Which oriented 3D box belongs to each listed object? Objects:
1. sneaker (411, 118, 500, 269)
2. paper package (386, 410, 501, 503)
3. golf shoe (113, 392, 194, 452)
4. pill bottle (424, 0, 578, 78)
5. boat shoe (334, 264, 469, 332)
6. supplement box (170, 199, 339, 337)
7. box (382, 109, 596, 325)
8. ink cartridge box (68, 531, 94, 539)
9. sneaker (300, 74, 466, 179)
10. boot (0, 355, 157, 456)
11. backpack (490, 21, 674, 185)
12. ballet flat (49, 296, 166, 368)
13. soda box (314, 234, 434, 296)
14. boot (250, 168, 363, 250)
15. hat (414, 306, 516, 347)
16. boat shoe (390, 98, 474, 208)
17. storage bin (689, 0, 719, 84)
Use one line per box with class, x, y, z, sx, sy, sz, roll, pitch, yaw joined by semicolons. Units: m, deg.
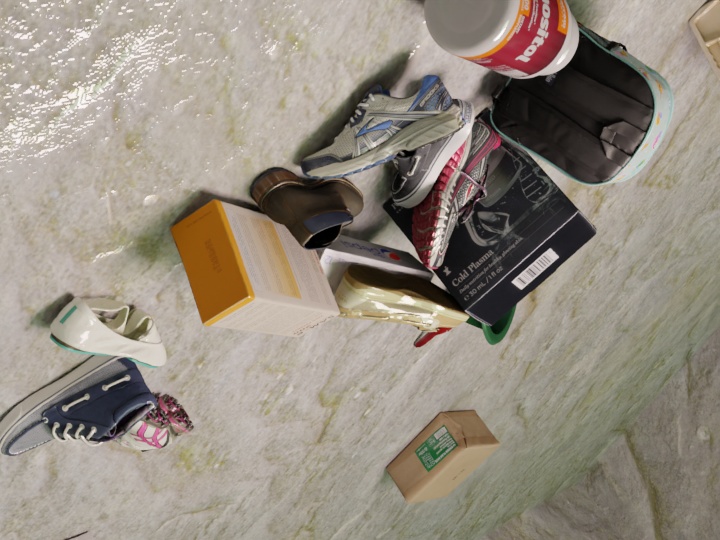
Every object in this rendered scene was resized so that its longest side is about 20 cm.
sneaker;0.123;-0.096;1.420;0.074;0.081;0.201;15;99;-21
paper package;0.184;0.415;2.456;0.200;0.104;0.190;-47;154;20
golf shoe;-0.298;0.207;1.476;0.092;0.073;0.200;-37;156;1
pill bottle;0.165;-0.278;1.228;0.113;0.113;0.199;-49;154;23
boat shoe;0.053;0.047;1.431;0.200;0.073;0.063;13;115;-38
supplement box;-0.120;0.003;1.291;0.073;0.127;0.200;-30;159;22
box;0.175;-0.069;1.498;0.200;0.197;0.124;-42;154;10
ink cartridge box;-0.448;0.542;1.693;0.144;0.200;0.148;-14;147;-41
sneaker;0.018;-0.167;1.279;0.199;0.086;0.077;-21;-177;11
boot;-0.349;0.183;1.343;0.200;0.090;0.073;-37;156;-4
backpack;0.290;-0.204;1.394;0.153;0.200;0.176;2;123;-55
ballet flat;-0.279;0.071;1.292;0.069;0.070;0.200;-43;154;11
soda box;0.000;0.000;1.458;0.199;0.068;0.064;13;111;-41
boot;-0.043;-0.061;1.334;0.075;0.097;0.199;-49;153;24
hat;0.162;0.037;1.880;0.165;0.175;0.201;27;75;-61
boat shoe;0.071;-0.149;1.383;0.067;0.072;0.200;12;150;-17
storage bin;0.604;-0.310;1.677;0.093;0.200;0.199;-31;161;29
